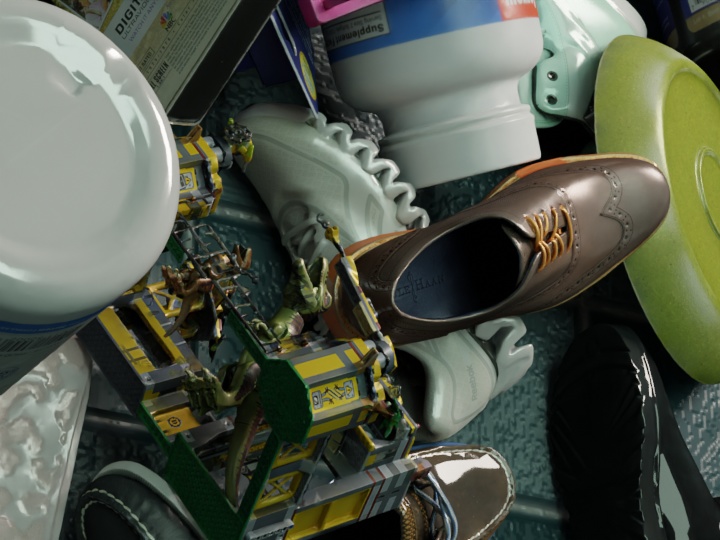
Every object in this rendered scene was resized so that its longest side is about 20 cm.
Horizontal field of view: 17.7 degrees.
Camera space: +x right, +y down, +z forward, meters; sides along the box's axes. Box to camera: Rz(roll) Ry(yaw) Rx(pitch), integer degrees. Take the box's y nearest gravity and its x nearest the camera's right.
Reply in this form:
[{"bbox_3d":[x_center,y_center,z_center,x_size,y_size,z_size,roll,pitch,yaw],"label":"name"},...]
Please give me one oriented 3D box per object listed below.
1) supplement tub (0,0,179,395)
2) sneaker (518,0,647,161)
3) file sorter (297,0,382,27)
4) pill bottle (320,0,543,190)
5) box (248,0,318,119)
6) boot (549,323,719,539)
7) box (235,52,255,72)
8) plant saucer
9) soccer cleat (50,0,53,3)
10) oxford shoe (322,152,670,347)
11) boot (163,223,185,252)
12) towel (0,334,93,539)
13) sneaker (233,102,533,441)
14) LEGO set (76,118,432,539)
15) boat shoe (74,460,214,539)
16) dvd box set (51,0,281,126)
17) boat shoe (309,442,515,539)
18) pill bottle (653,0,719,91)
[{"bbox_3d":[-0.170,-0.013,0.932,0.132,0.200,0.132,13,63,-28],"label":"supplement tub"},{"bbox_3d":[0.073,-0.138,1.267,0.200,0.074,0.119,34,49,-21],"label":"sneaker"},{"bbox_3d":[0.059,-0.219,1.078,0.199,0.125,0.139,-24,97,-27],"label":"file sorter"},{"bbox_3d":[0.032,-0.146,1.190,0.112,0.112,0.201,-16,93,-37],"label":"pill bottle"},{"bbox_3d":[-0.056,-0.181,1.153,0.121,0.032,0.201,66,13,-51],"label":"box"},{"bbox_3d":[0.191,0.131,1.240,0.162,0.073,0.199,7,65,-35],"label":"boot"},{"bbox_3d":[-0.093,-0.187,1.156,0.119,0.041,0.201,47,29,-72],"label":"box"},{"bbox_3d":[0.185,-0.038,1.276,0.200,0.031,0.201,40,42,-49],"label":"plant saucer"},{"bbox_3d":[-0.141,-0.219,1.167,0.084,0.065,0.201,-8,77,-46],"label":"soccer cleat"},{"bbox_3d":[0.081,-0.008,1.133,0.199,0.073,0.072,-24,98,-25],"label":"oxford shoe"},{"bbox_3d":[-0.164,-0.093,1.107,0.130,0.068,0.201,-16,85,-45],"label":"boot"},{"bbox_3d":[-0.220,0.086,1.005,0.199,0.032,0.192,21,60,-27],"label":"towel"},{"bbox_3d":[0.000,0.000,1.169,0.200,0.075,0.081,48,62,-7],"label":"sneaker"},{"bbox_3d":[-0.034,0.027,1.035,0.116,0.154,0.200,-15,45,-35],"label":"LEGO set"},{"bbox_3d":[-0.079,0.183,1.032,0.060,0.076,0.200,-28,87,-44],"label":"boat shoe"},{"bbox_3d":[-0.103,-0.184,1.062,0.200,0.147,0.029,46,23,27],"label":"dvd box set"},{"bbox_3d":[0.010,0.129,1.115,0.200,0.072,0.072,-23,84,-38],"label":"boat shoe"},{"bbox_3d":[0.217,-0.217,1.377,0.111,0.112,0.201,-3,73,-35],"label":"pill bottle"}]
